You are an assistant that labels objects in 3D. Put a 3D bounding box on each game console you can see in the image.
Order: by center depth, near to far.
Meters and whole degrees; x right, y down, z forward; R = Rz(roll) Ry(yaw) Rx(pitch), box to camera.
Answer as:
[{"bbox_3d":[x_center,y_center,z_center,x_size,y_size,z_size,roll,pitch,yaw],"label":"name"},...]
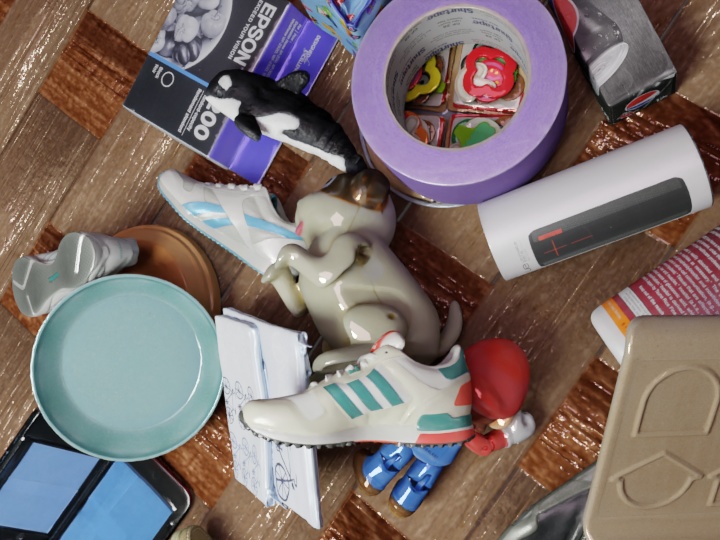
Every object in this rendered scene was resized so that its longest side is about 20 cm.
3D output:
[{"bbox_3d":[-0.320,0.274,0.849,0.201,0.172,0.119,-54,44,6],"label":"game console"}]

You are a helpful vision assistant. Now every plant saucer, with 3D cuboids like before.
[{"bbox_3d":[-0.245,0.102,0.824,0.198,0.036,0.202,-1,97,-12],"label":"plant saucer"},{"bbox_3d":[-0.257,0.045,0.893,0.198,0.037,0.202,-2,83,19],"label":"plant saucer"}]

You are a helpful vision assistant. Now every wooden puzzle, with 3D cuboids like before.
[{"bbox_3d":[0.274,0.125,0.609,0.183,0.046,0.202,0,111,-8],"label":"wooden puzzle"}]

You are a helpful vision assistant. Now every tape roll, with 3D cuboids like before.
[{"bbox_3d":[0.096,-0.169,0.732,0.198,0.085,0.202,-2,83,15],"label":"tape roll"}]

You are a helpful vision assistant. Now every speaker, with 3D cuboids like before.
[{"bbox_3d":[0.212,-0.060,0.714,0.198,0.081,0.082,-21,77,16],"label":"speaker"}]

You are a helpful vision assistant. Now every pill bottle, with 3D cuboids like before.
[{"bbox_3d":[0.308,0.028,0.651,0.199,0.113,0.113,-37,73,13],"label":"pill bottle"}]

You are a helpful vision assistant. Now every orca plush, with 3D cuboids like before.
[{"bbox_3d":[-0.070,-0.169,0.794,0.199,0.105,0.072,37,121,25],"label":"orca plush"}]

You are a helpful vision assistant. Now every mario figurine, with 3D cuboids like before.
[{"bbox_3d":[0.084,0.139,0.738,0.200,0.123,0.106,-49,46,20],"label":"mario figurine"}]

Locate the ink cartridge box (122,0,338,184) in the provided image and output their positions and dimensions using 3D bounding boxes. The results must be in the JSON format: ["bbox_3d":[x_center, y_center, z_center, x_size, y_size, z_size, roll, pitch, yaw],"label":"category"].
[{"bbox_3d":[-0.153,-0.230,0.886,0.199,0.043,0.199,30,94,19],"label":"ink cartridge box"}]

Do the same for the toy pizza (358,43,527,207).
[{"bbox_3d":[0.089,-0.166,0.796,0.198,0.032,0.203,-2,83,19],"label":"toy pizza"}]

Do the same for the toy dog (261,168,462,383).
[{"bbox_3d":[0.000,0.000,0.751,0.192,0.140,0.202,-11,74,-9],"label":"toy dog"}]

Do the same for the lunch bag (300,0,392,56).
[{"bbox_3d":[0.032,-0.324,0.769,0.094,0.151,0.200,40,94,6],"label":"lunch bag"}]

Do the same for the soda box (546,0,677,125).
[{"bbox_3d":[0.227,-0.248,0.740,0.070,0.063,0.202,-26,75,15],"label":"soda box"}]

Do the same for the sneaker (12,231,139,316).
[{"bbox_3d":[-0.326,0.006,0.871,0.199,0.080,0.071,-16,85,37],"label":"sneaker"}]

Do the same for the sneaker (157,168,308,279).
[{"bbox_3d":[-0.135,-0.062,0.848,0.199,0.077,0.081,32,88,13],"label":"sneaker"}]

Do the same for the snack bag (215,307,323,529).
[{"bbox_3d":[-0.092,0.140,0.748,0.199,0.021,0.191,8,105,59],"label":"snack bag"}]

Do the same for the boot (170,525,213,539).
[{"bbox_3d":[-0.092,0.321,0.782,0.154,0.072,0.201,-38,78,12],"label":"boot"}]

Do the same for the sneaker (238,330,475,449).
[{"bbox_3d":[0.000,0.097,0.638,0.198,0.070,0.094,3,84,-10],"label":"sneaker"}]

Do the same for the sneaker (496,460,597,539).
[{"bbox_3d":[0.209,0.239,0.681,0.199,0.076,0.115,-35,67,7],"label":"sneaker"}]
